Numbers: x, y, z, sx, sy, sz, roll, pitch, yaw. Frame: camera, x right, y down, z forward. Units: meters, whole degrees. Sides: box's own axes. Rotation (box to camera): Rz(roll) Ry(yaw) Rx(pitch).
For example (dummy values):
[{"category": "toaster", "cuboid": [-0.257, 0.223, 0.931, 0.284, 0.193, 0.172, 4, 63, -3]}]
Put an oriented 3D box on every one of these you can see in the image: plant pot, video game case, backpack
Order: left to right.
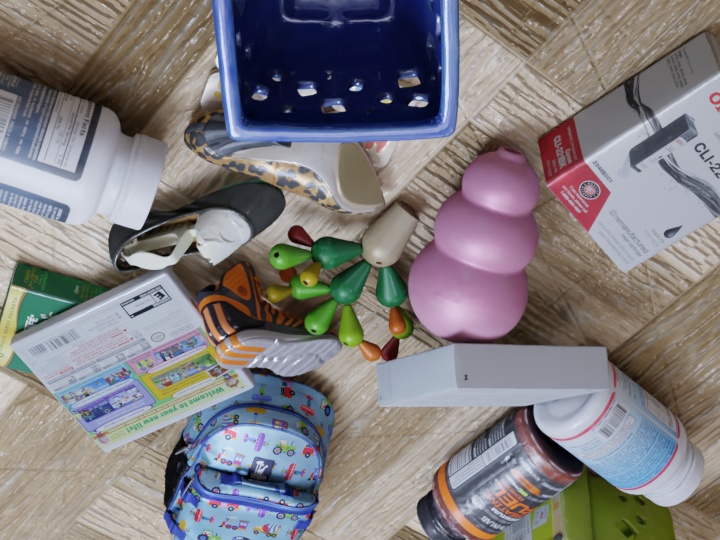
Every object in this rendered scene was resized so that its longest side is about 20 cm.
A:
[{"category": "video game case", "cuboid": [-0.245, 0.099, 1.473, 0.199, 0.022, 0.182, -24, 124, 14]}, {"category": "backpack", "cuboid": [-0.120, 0.220, 1.557, 0.182, 0.135, 0.200, 17, 123, -15]}, {"category": "plant pot", "cuboid": [-0.019, -0.236, 1.161, 0.199, 0.180, 0.201, -1, 123, 0]}, {"category": "plant pot", "cuboid": [0.251, 0.356, 1.633, 0.181, 0.200, 0.199, 38, 120, -20]}]

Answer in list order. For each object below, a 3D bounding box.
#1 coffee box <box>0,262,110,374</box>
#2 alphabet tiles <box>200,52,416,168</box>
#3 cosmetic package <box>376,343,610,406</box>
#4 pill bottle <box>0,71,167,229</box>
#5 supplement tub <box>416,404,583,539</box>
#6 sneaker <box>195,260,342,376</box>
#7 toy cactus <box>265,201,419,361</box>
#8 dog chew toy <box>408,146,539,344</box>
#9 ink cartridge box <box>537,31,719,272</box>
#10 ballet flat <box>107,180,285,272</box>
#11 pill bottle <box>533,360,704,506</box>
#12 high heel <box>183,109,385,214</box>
[{"category": "coffee box", "cuboid": [-0.298, 0.074, 1.494, 0.199, 0.044, 0.123, 18, 126, -14]}, {"category": "alphabet tiles", "cuboid": [-0.051, -0.167, 1.327, 0.199, 0.015, 0.196, 17, 126, -13]}, {"category": "cosmetic package", "cuboid": [0.139, 0.112, 1.441, 0.199, 0.052, 0.151, 3, 169, -31]}, {"category": "pill bottle", "cuboid": [-0.294, -0.111, 1.302, 0.199, 0.120, 0.120, 18, 126, -15]}, {"category": "supplement tub", "cuboid": [0.158, 0.248, 1.598, 0.107, 0.107, 0.200, 35, 120, -25]}, {"category": "sneaker", "cuboid": [-0.099, 0.047, 1.458, 0.077, 0.112, 0.200, -37, 155, 21]}, {"category": "toy cactus", "cuboid": [0.000, 0.000, 1.426, 0.200, 0.102, 0.165, 35, 101, -22]}, {"category": "dog chew toy", "cuboid": [0.123, -0.028, 1.375, 0.124, 0.125, 0.201, 13, 109, -11]}, {"category": "ink cartridge box", "cuboid": [0.297, -0.113, 1.329, 0.200, 0.084, 0.144, -34, 121, 22]}, {"category": "ballet flat", "cuboid": [-0.167, -0.034, 1.378, 0.199, 0.069, 0.068, -14, 133, 22]}, {"category": "pill bottle", "cuboid": [0.299, 0.186, 1.549, 0.200, 0.109, 0.109, 38, 119, -26]}, {"category": "high heel", "cuboid": [-0.075, -0.106, 1.352, 0.142, 0.072, 0.200, 3, 161, 41]}]
